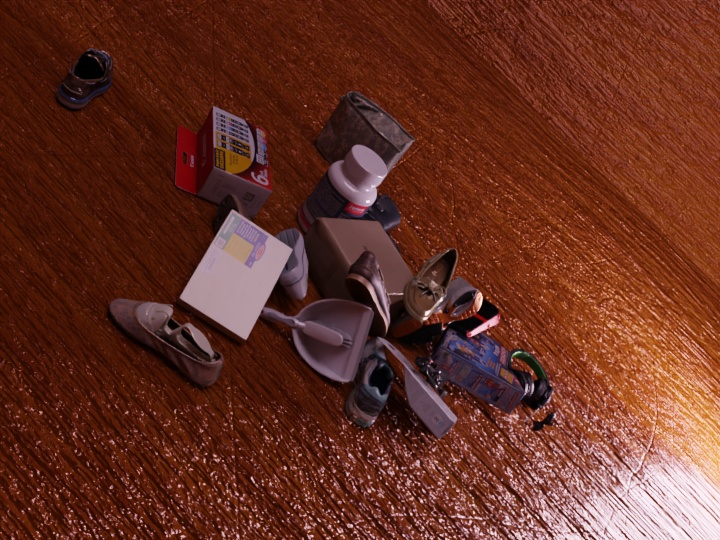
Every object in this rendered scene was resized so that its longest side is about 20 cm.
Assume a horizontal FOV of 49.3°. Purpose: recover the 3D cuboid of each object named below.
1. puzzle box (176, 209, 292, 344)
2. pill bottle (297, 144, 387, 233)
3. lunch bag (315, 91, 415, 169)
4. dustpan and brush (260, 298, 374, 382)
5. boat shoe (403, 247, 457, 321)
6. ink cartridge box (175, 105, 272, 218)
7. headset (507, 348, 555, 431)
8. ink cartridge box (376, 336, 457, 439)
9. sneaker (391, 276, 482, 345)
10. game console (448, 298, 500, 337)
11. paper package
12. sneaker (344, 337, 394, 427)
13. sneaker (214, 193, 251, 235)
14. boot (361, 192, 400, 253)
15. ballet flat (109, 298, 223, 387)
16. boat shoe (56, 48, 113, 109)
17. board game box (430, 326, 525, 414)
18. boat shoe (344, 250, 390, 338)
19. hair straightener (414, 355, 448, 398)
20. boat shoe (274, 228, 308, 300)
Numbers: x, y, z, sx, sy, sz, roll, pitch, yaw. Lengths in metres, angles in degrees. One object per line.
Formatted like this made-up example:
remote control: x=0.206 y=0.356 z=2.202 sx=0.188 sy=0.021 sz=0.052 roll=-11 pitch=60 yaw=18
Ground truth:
puzzle box: x=-0.211 y=0.008 z=1.346 sx=0.132 sy=0.025 sz=0.202 roll=33 pitch=56 yaw=-12
pill bottle: x=-0.035 y=-0.157 z=1.639 sx=0.118 sy=0.201 sz=0.121 roll=26 pitch=34 yaw=-20
lunch bag: x=0.002 y=-0.315 z=1.903 sx=0.200 sy=0.164 sz=0.118 roll=42 pitch=37 yaw=1
dustpan and brush: x=-0.090 y=0.101 z=1.381 sx=0.197 sy=0.142 sz=0.057 roll=19 pitch=5 yaw=18
boat shoe: x=0.140 y=0.021 z=1.548 sx=0.073 sy=0.063 sz=0.201 roll=39 pitch=40 yaw=-8
ink cartridge box: x=-0.275 y=-0.226 z=1.572 sx=0.173 sy=0.084 sz=0.202 roll=20 pitch=38 yaw=-30
headset: x=0.371 y=0.252 z=1.690 sx=0.122 sy=0.094 sz=0.203 roll=24 pitch=43 yaw=-24
ink cartridge box: x=0.093 y=0.211 z=1.419 sx=0.200 sy=0.047 sz=0.160 roll=47 pitch=1 yaw=12
sneaker: x=0.148 y=0.080 z=1.611 sx=0.092 sy=0.197 sz=0.077 roll=-124 pitch=-169 yaw=-56
game console: x=0.194 y=0.075 z=1.713 sx=0.198 sy=0.032 sz=0.176 roll=30 pitch=30 yaw=28
paper package: x=0.000 y=0.000 z=1.583 sx=0.188 sy=0.104 sz=0.202 roll=-1 pitch=50 yaw=-47
sneaker: x=0.032 y=0.187 z=1.409 sx=0.077 sy=0.087 sz=0.202 roll=31 pitch=33 yaw=-15
sneaker: x=-0.214 y=-0.047 z=1.457 sx=0.075 sy=0.070 sz=0.203 roll=22 pitch=41 yaw=-50
boot: x=0.050 y=-0.096 z=1.775 sx=0.200 sy=0.077 sz=0.167 roll=44 pitch=35 yaw=15
ballet flat: x=-0.288 y=0.093 z=1.193 sx=0.199 sy=0.067 sz=0.068 roll=37 pitch=31 yaw=-7
boat shoe: x=-0.514 y=-0.381 z=1.508 sx=0.071 sy=0.073 sz=0.202 roll=29 pitch=34 yaw=-18
board game box: x=0.248 y=0.198 z=1.630 sx=0.198 sy=0.062 sz=0.200 roll=36 pitch=22 yaw=4
boat shoe: x=0.022 y=0.047 z=1.411 sx=0.069 sy=0.202 sz=0.071 roll=15 pitch=58 yaw=18
hair straightener: x=0.141 y=0.194 z=1.447 sx=0.077 sy=0.041 sz=0.200 roll=50 pitch=-4 yaw=19
boat shoe: x=-0.135 y=-0.010 z=1.491 sx=0.201 sy=0.072 sz=0.068 roll=-96 pitch=167 yaw=-61
